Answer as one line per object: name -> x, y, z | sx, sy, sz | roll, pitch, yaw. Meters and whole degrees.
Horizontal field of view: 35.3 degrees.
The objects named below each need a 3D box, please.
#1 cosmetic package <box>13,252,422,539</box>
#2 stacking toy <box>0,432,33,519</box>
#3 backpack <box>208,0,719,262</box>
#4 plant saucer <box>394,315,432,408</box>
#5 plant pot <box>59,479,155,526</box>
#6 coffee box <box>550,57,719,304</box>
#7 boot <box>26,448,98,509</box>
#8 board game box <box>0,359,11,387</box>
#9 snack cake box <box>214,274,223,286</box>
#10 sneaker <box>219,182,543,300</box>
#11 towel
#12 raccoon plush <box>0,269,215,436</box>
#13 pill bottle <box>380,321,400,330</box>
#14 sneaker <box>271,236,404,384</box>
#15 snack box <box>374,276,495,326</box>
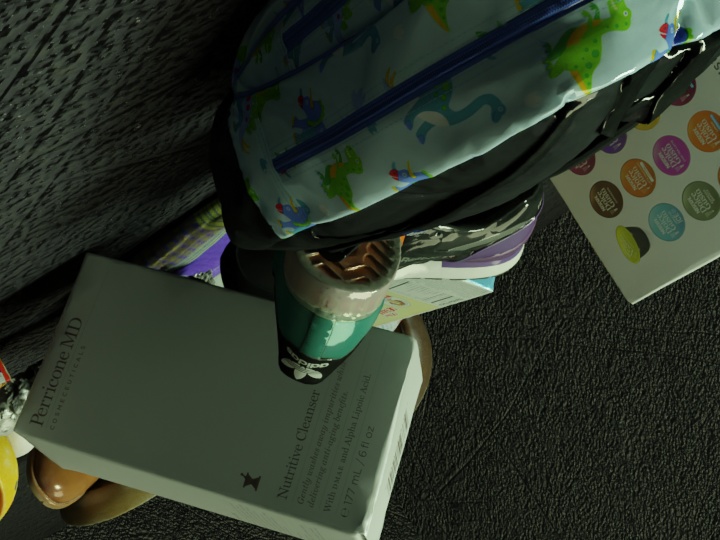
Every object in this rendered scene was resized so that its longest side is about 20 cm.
cosmetic package -> -0.074, 0.074, 0.628 | 0.081, 0.197, 0.114 | 79, 26, -67
stacking toy -> -0.282, 0.145, 0.772 | 0.146, 0.146, 0.200 | -36, -170, 39
backpack -> 0.043, -0.086, 0.433 | 0.162, 0.156, 0.199 | -21, -167, -29
plant saucer -> -0.028, 0.078, 1.112 | 0.199, 0.201, 0.032 | -30, 153, -17
plant pot -> -0.234, 0.191, 1.190 | 0.198, 0.028, 0.200 | -26, -163, 8
coffee box -> 0.273, -0.128, 0.887 | 0.199, 0.201, 0.197 | -27, 173, -42
boot -> -0.225, 0.151, 1.118 | 0.154, 0.077, 0.200 | -28, -178, 27
board game box -> -0.296, 0.100, 0.566 | 0.199, 0.047, 0.151 | -34, 174, 19
snack cake box -> -0.169, 0.079, 0.936 | 0.114, 0.068, 0.200 | -29, 173, -31
sneaker -> 0.012, -0.031, 0.673 | 0.197, 0.077, 0.088 | -13, 160, -13
towel -> -0.090, -0.021, 0.750 | 0.199, 0.023, 0.144 | -33, 175, 8
raccoon plush -> -0.130, 0.096, 0.742 | 0.199, 0.135, 0.097 | -31, 175, -7
pill bottle -> -0.051, 0.076, 1.031 | 0.201, 0.108, 0.109 | -53, -176, -26
sneaker -> -0.010, -0.024, 0.594 | 0.201, 0.071, 0.080 | -71, -175, -53
snack box -> 0.000, 0.000, 0.835 | 0.115, 0.038, 0.199 | 19, 161, -23
